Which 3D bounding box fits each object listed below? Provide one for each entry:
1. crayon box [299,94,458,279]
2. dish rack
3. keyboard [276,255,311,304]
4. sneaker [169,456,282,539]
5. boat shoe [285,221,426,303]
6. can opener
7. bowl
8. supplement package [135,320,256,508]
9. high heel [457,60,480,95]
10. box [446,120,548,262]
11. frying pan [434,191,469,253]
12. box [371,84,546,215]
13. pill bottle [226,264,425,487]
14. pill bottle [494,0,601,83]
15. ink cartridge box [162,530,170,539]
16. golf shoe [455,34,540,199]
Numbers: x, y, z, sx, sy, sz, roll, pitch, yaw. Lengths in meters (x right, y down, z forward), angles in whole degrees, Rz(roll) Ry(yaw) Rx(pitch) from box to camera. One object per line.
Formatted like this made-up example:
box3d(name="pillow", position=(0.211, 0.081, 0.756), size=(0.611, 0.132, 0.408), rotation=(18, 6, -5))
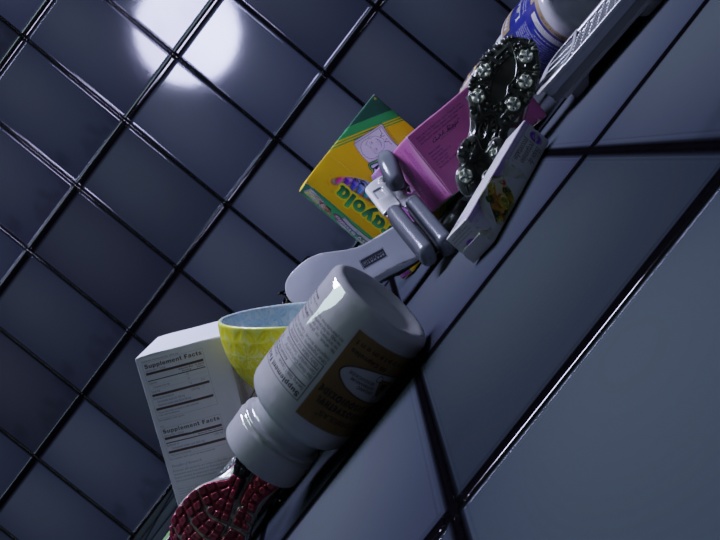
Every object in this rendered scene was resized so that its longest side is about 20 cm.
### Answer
box3d(name="crayon box", position=(0.040, -0.121, 1.582), size=(0.173, 0.199, 0.058), rotation=(-53, 4, -21))
box3d(name="dish rack", position=(0.288, -0.283, 1.274), size=(0.201, 0.043, 0.172), rotation=(-51, 3, 30))
box3d(name="keyboard", position=(-0.075, 0.060, 1.446), size=(0.201, 0.039, 0.105), rotation=(-56, -39, -50))
box3d(name="sneaker", position=(-0.126, 0.245, 1.199), size=(0.200, 0.081, 0.075), rotation=(-44, -10, 5))
box3d(name="boat shoe", position=(0.000, 0.000, 1.408), size=(0.197, 0.070, 0.057), rotation=(-23, -16, -1))
box3d(name="can opener", position=(0.055, -0.077, 1.361), size=(0.052, 0.067, 0.201), rotation=(-27, 41, -5))
box3d(name="bowl", position=(-0.054, 0.099, 1.203), size=(0.200, 0.196, 0.110), rotation=(-98, 4, -85))
box3d(name="supplement package", position=(-0.175, 0.172, 1.289), size=(0.108, 0.203, 0.114), rotation=(-14, 7, 5))
box3d(name="high heel", position=(0.195, -0.268, 1.653), size=(0.202, 0.070, 0.143), rotation=(90, -157, -47))
box3d(name="box", position=(0.148, -0.087, 1.161), size=(0.041, 0.039, 0.201), rotation=(-46, 7, 44))
box3d(name="frying pan", position=(0.129, -0.074, 1.412), size=(0.116, 0.031, 0.190), rotation=(-55, 1, -21))
box3d(name="box", position=(0.127, -0.166, 1.474), size=(0.175, 0.097, 0.200), rotation=(-40, 0, -16))
box3d(name="pill bottle", position=(-0.038, 0.105, 1.053), size=(0.201, 0.114, 0.114), rotation=(-52, 3, 14))
box3d(name="pill bottle", position=(0.262, -0.333, 1.515), size=(0.116, 0.115, 0.200), rotation=(-53, 3, -21))
box3d(name="ink cartridge box", position=(-0.202, 0.325, 1.439), size=(0.201, 0.059, 0.104), rotation=(-54, 3, -36))
box3d(name="golf shoe", position=(0.160, -0.178, 1.300), size=(0.088, 0.076, 0.203), rotation=(30, -102, -77))
